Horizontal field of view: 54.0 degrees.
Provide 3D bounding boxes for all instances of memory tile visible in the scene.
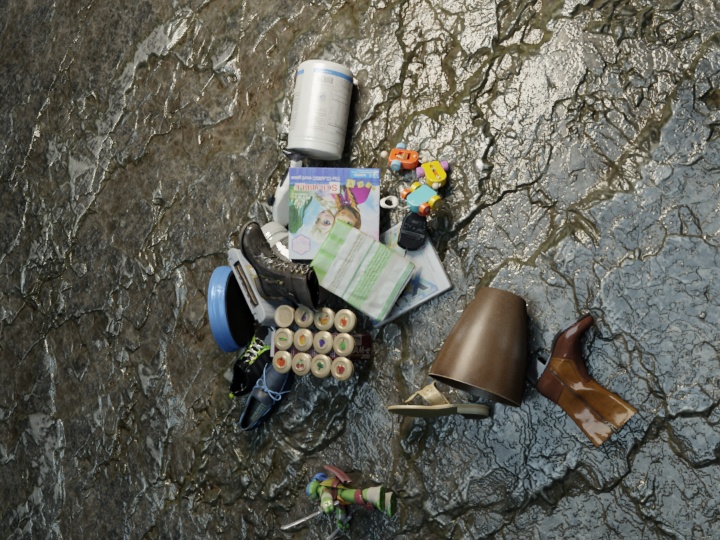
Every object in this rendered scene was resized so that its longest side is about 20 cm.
[{"bbox_3d":[-0.101,0.152,1.514,0.199,0.017,0.154,3,86,27],"label":"memory tile"}]

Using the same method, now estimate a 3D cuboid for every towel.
[{"bbox_3d":[0.000,0.000,1.512,0.200,0.031,0.150,32,96,2],"label":"towel"}]

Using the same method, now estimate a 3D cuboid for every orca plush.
[{"bbox_3d":[-0.178,-0.201,1.653,0.071,0.105,0.201,-124,27,-42],"label":"orca plush"}]

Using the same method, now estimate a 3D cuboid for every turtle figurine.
[{"bbox_3d":[-0.034,0.519,1.503,0.193,0.200,0.144,-8,116,21],"label":"turtle figurine"}]

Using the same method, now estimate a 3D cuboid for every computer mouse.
[{"bbox_3d":[0.098,-0.037,1.526,0.058,0.034,0.201,17,98,2],"label":"computer mouse"}]

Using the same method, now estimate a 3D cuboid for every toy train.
[{"bbox_3d":[0.110,-0.185,1.516,0.150,0.056,0.201,5,51,8],"label":"toy train"}]

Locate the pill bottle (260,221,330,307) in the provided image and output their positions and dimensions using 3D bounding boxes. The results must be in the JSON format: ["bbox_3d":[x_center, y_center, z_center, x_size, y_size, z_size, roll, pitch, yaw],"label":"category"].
[{"bbox_3d":[-0.157,-0.015,1.623,0.200,0.114,0.114,44,104,22],"label":"pill bottle"}]

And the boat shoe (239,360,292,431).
[{"bbox_3d":[-0.216,0.296,1.644,0.084,0.069,0.201,26,102,11],"label":"boat shoe"}]

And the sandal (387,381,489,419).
[{"bbox_3d":[0.164,0.267,1.476,0.211,0.078,0.070,-1,65,20],"label":"sandal"}]

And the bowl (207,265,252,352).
[{"bbox_3d":[-0.296,0.088,1.639,0.039,0.201,0.202,-6,83,10],"label":"bowl"}]

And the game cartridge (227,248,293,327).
[{"bbox_3d":[-0.224,0.041,1.637,0.042,0.133,0.200,-41,64,25],"label":"game cartridge"}]

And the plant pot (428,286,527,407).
[{"bbox_3d":[0.253,0.142,1.388,0.186,0.187,0.201,15,77,26],"label":"plant pot"}]

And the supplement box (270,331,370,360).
[{"bbox_3d":[-0.088,0.167,1.576,0.199,0.109,0.061,-2,83,27],"label":"supplement box"}]

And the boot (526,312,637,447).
[{"bbox_3d":[0.436,0.204,1.338,0.200,0.068,0.188,43,104,22],"label":"boot"}]

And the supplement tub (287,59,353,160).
[{"bbox_3d":[-0.091,-0.363,1.611,0.131,0.132,0.201,8,90,26],"label":"supplement tub"}]

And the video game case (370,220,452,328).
[{"bbox_3d":[0.079,0.002,1.556,0.200,0.022,0.183,-30,73,21],"label":"video game case"}]

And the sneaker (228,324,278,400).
[{"bbox_3d":[-0.252,0.217,1.665,0.072,0.083,0.201,25,96,25],"label":"sneaker"}]

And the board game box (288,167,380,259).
[{"bbox_3d":[-0.057,-0.122,1.539,0.199,0.041,0.200,0,94,-1],"label":"board game box"}]

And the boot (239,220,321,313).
[{"bbox_3d":[-0.161,-0.010,1.500,0.174,0.069,0.201,8,126,41],"label":"boot"}]
